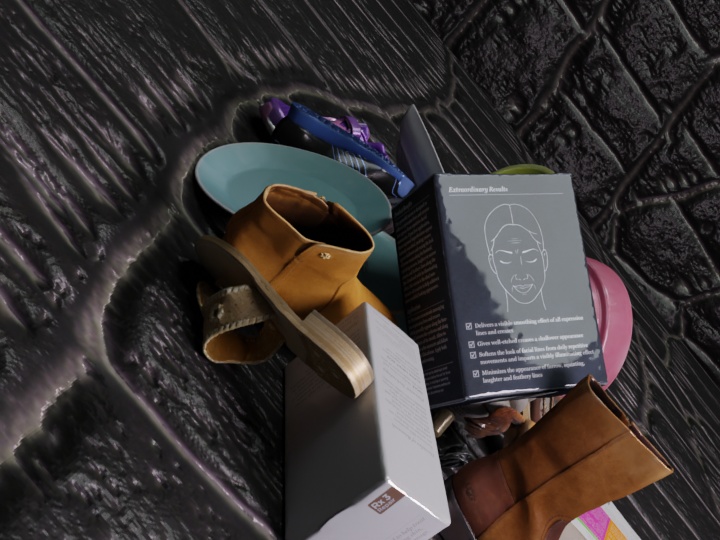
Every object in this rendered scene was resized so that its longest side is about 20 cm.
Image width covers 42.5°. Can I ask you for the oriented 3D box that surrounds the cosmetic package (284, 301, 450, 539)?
[{"bbox_3d":[-0.001,0.127,0.706,0.074,0.102,0.201,38,25,-27],"label":"cosmetic package"}]

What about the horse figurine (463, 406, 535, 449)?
[{"bbox_3d":[0.162,0.212,0.924,0.133,0.050,0.202,-47,124,-51],"label":"horse figurine"}]

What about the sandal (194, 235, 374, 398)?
[{"bbox_3d":[-0.087,0.045,0.700,0.211,0.070,0.078,32,-27,36],"label":"sandal"}]

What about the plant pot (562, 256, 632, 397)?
[{"bbox_3d":[0.217,0.063,1.188,0.178,0.200,0.201,15,38,-34],"label":"plant pot"}]

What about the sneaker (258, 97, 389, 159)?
[{"bbox_3d":[-0.038,-0.162,1.142,0.200,0.088,0.081,32,28,-40],"label":"sneaker"}]

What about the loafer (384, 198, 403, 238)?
[{"bbox_3d":[0.012,-0.050,1.107,0.200,0.071,0.064,-3,76,-66],"label":"loafer"}]

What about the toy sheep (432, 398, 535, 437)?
[{"bbox_3d":[0.132,0.097,0.974,0.137,0.201,0.138,32,-20,14],"label":"toy sheep"}]

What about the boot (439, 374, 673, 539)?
[{"bbox_3d":[0.186,0.217,0.811,0.189,0.200,0.068,54,20,8],"label":"boot"}]

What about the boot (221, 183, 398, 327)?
[{"bbox_3d":[-0.021,0.007,0.768,0.200,0.144,0.071,29,61,-20],"label":"boot"}]

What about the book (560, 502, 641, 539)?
[{"bbox_3d":[0.286,0.319,1.089,0.134,0.048,0.200,54,19,12],"label":"book"}]

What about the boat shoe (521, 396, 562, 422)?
[{"bbox_3d":[0.206,0.152,1.042,0.070,0.070,0.202,97,-4,-75],"label":"boat shoe"}]

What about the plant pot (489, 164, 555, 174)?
[{"bbox_3d":[0.263,-0.032,1.472,0.190,0.199,0.201,51,16,-37],"label":"plant pot"}]

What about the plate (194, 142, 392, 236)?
[{"bbox_3d":[-0.066,-0.072,0.913,0.198,0.026,0.201,12,29,-7],"label":"plate"}]

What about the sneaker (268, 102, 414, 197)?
[{"bbox_3d":[-0.025,-0.121,1.088,0.199,0.078,0.070,27,15,-35],"label":"sneaker"}]

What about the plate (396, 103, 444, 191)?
[{"bbox_3d":[0.077,-0.081,1.208,0.201,0.032,0.201,-106,-169,-47],"label":"plate"}]

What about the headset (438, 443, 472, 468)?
[{"bbox_3d":[0.066,0.234,0.676,0.123,0.094,0.202,26,43,-51],"label":"headset"}]

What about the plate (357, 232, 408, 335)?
[{"bbox_3d":[0.000,0.000,0.924,0.199,0.026,0.201,22,36,-17],"label":"plate"}]

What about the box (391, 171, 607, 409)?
[{"bbox_3d":[0.124,0.020,0.858,0.147,0.107,0.202,-2,78,-21],"label":"box"}]
